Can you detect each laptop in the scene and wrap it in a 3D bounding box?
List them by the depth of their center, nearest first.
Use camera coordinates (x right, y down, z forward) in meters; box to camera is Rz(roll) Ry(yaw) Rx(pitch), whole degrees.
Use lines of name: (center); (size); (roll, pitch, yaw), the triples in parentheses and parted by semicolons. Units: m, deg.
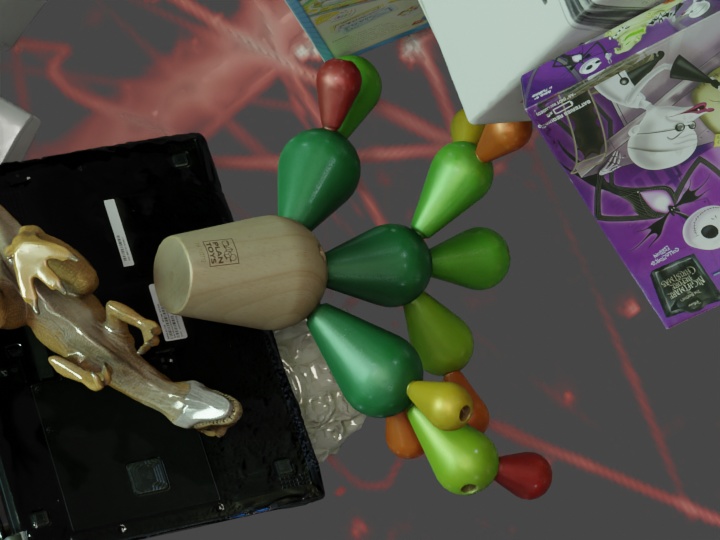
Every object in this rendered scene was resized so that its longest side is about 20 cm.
laptop: (-0.140, 0.056, 1.155); (0.199, 0.103, 0.178); (-11, 63, -19)

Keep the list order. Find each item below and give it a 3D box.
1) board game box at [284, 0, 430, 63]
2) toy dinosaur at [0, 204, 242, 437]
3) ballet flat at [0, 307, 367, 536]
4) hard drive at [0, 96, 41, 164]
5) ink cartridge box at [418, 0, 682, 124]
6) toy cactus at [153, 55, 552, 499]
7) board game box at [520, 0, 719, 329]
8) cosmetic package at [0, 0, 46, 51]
board game box: (0.058, -0.155, 1.131); (0.199, 0.134, 0.034); (-22, 71, 5)
toy dinosaur: (-0.131, 0.000, 1.100); (0.060, 0.106, 0.200); (-43, 76, 7)
ballet flat: (-0.084, 0.076, 1.173); (0.199, 0.072, 0.072); (-25, 84, 5)
hard drive: (-0.257, -0.058, 1.223); (0.200, 0.027, 0.132); (30, 91, 8)
ink cartridge box: (0.131, -0.139, 1.065); (0.145, 0.200, 0.084); (-6, 66, -35)
toy cactus: (0.000, 0.000, 1.130); (0.165, 0.102, 0.201); (-2, 75, -34)
board game box: (0.174, -0.066, 1.038); (0.200, 0.032, 0.120); (-27, 126, 17)
cosmetic package: (-0.135, -0.204, 1.193); (0.101, 0.071, 0.200); (38, 92, 7)
